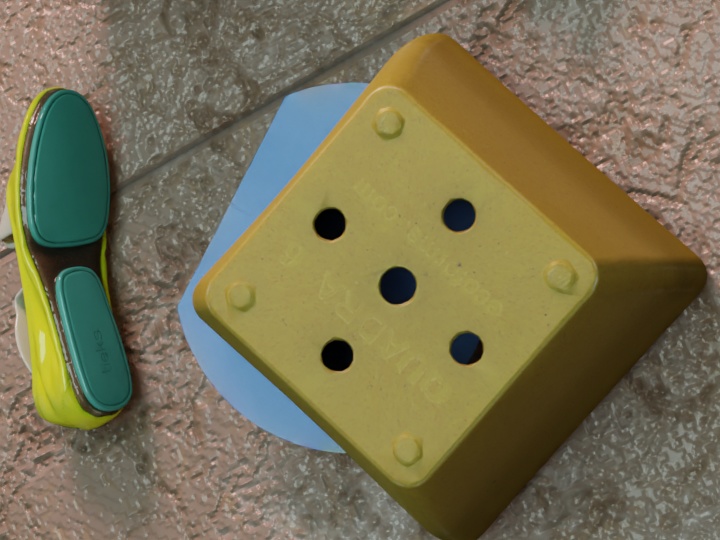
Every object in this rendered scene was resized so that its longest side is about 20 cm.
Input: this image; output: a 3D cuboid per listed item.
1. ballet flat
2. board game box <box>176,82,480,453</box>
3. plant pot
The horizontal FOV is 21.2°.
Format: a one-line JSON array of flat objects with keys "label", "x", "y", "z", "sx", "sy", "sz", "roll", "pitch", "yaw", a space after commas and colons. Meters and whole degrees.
[{"label": "ballet flat", "x": -0.181, "y": -0.005, "z": 1.130, "sx": 0.067, "sy": 0.067, "sz": 0.201, "roll": -15, "pitch": 81, "yaw": 43}, {"label": "board game box", "x": 0.000, "y": 0.000, "z": 1.061, "sx": 0.158, "sy": 0.039, "sz": 0.201, "roll": 28, "pitch": 95, "yaw": 10}, {"label": "plant pot", "x": 0.033, "y": 0.008, "z": 0.944, "sx": 0.200, "sy": 0.176, "sz": 0.200, "roll": 42, "pitch": 96, "yaw": 8}]
